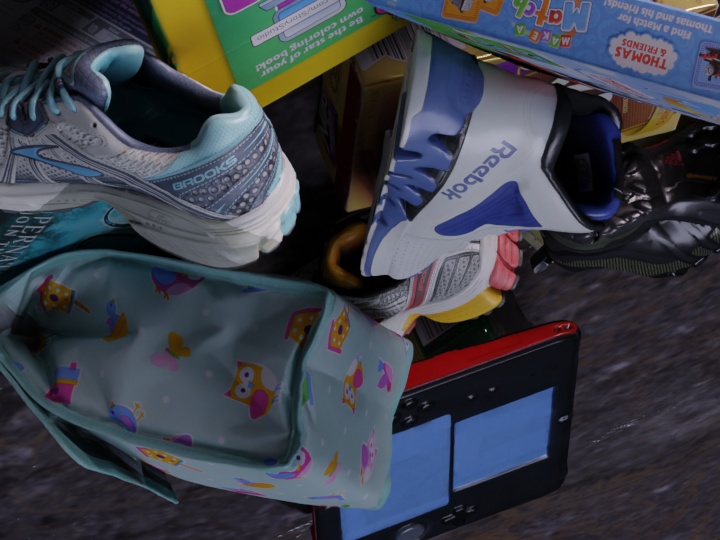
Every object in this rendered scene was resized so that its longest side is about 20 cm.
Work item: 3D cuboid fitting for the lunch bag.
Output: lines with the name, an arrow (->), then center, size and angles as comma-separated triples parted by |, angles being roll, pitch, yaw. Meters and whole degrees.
lunch bag -> -0.092, 0.060, 1.253 | 0.199, 0.123, 0.170 | 7, 169, 18

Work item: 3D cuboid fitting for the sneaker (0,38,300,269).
sneaker -> -0.121, -0.072, 1.032 | 0.199, 0.078, 0.087 | 13, 143, 18

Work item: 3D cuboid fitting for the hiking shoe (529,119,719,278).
hiking shoe -> 0.196, -0.042, 1.373 | 0.199, 0.076, 0.101 | -7, 159, -8

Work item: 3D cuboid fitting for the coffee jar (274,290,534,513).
coffee jar -> 0.012, 0.077, 1.482 | 0.199, 0.086, 0.104 | -30, 151, 16

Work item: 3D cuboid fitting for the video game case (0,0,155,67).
video game case -> -0.116, -0.134, 1.088 | 0.182, 0.023, 0.200 | -33, 149, 20

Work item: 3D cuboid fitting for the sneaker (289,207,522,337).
sneaker -> 0.000, 0.000, 1.333 | 0.082, 0.078, 0.200 | 18, 149, -35

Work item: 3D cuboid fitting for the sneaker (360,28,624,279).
sneaker -> 0.066, -0.041, 1.134 | 0.115, 0.081, 0.200 | 13, 159, -2

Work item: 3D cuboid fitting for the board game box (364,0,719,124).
board game box -> 0.123, -0.094, 1.020 | 0.151, 0.199, 0.037 | 13, 95, -57

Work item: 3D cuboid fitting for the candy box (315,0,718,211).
candy box -> 0.081, -0.105, 1.242 | 0.199, 0.057, 0.117 | -16, 151, -14

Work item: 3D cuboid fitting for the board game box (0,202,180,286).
board game box -> -0.148, -0.020, 1.227 | 0.135, 0.028, 0.200 | -1, 154, -34

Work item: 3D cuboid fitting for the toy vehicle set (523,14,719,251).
toy vehicle set -> 0.172, -0.081, 1.379 | 0.199, 0.027, 0.124 | -29, 152, 13

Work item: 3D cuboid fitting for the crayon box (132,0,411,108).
crayon box -> -0.012, -0.168, 1.025 | 0.199, 0.058, 0.173 | -30, 152, -7

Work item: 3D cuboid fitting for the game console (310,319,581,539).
game console -> 0.051, 0.112, 1.446 | 0.176, 0.031, 0.200 | -15, 148, -8
